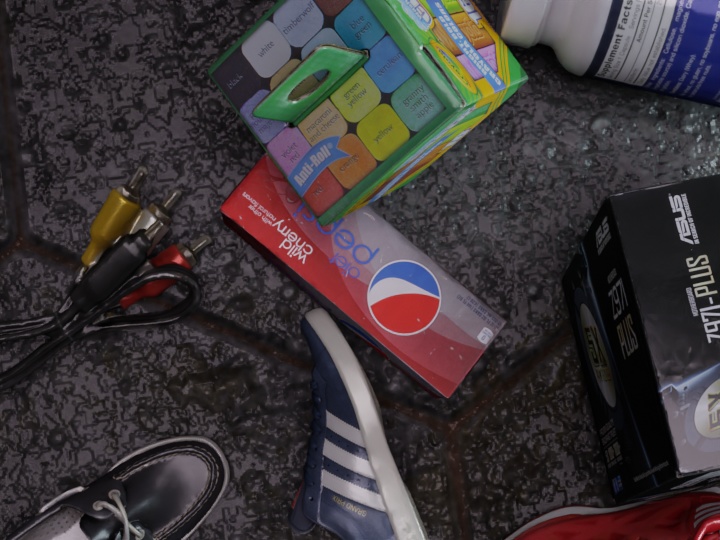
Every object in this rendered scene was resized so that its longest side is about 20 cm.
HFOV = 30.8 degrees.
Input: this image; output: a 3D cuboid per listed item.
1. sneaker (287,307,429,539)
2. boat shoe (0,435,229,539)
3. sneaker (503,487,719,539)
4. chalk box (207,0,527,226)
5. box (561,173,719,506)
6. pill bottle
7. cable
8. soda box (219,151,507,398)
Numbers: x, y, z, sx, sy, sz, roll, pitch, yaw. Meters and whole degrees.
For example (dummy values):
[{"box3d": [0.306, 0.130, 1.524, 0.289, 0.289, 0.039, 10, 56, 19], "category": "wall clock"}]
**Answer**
[{"box3d": [-0.019, 0.129, 0.878, 0.084, 0.075, 0.202, -20, 84, 1], "category": "sneaker"}, {"box3d": [-0.179, 0.175, 0.872, 0.199, 0.060, 0.074, -26, 87, -4], "category": "boat shoe"}, {"box3d": [0.170, 0.191, 0.859, 0.198, 0.116, 0.079, -23, 86, -5], "category": "sneaker"}, {"box3d": [0.002, -0.119, 0.816, 0.125, 0.200, 0.124, -38, 89, 26], "category": "chalk box"}, {"box3d": [0.196, 0.051, 0.815, 0.085, 0.200, 0.165, -11, 76, -2], "category": "box"}, {"box3d": [0.198, -0.181, 0.886, 0.198, 0.116, 0.117, 13, 86, -1], "category": "pill bottle"}, {"box3d": [-0.188, 0.026, 0.904, 0.200, 0.050, 0.097, -40, 106, 7], "category": "cable"}, {"box3d": [0.000, 0.000, 0.891, 0.200, 0.063, 0.070, 40, 83, 1], "category": "soda box"}]
